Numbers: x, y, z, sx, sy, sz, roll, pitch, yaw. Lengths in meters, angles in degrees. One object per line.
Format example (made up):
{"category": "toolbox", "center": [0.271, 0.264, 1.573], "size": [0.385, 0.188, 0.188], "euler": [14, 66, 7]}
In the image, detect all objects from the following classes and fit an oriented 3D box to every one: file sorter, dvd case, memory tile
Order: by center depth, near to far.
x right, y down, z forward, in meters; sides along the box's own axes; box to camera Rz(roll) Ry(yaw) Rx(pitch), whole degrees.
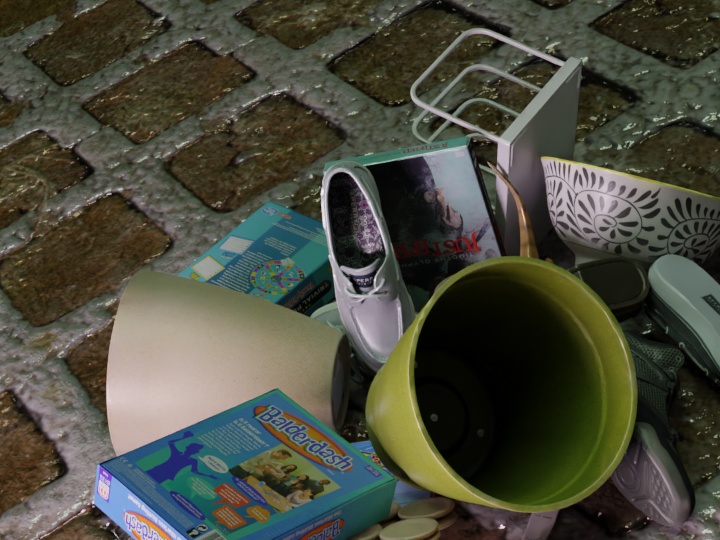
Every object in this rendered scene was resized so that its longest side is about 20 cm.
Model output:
{"category": "memory tile", "center": [-0.027, 0.227, 1.417], "size": [0.198, 0.017, 0.153], "euler": [-9, 10, 20]}
{"category": "dvd case", "center": [0.062, -0.030, 1.638], "size": [0.145, 0.201, 0.022], "euler": [-9, 36, 16]}
{"category": "file sorter", "center": [0.128, -0.115, 1.691], "size": [0.124, 0.201, 0.139], "euler": [26, 53, 24]}

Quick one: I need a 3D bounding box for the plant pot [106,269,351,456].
{"category": "plant pot", "center": [-0.114, 0.100, 1.602], "size": [0.198, 0.188, 0.188], "euler": [4, 40, 10]}

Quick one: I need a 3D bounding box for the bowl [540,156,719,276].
{"category": "bowl", "center": [0.256, -0.039, 1.611], "size": [0.199, 0.095, 0.201], "euler": [13, 2, -1]}

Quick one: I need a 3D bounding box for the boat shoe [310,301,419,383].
{"category": "boat shoe", "center": [0.033, 0.077, 1.624], "size": [0.200, 0.075, 0.065], "euler": [10, 45, 25]}

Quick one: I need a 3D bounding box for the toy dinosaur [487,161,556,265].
{"category": "toy dinosaur", "center": [0.161, 0.005, 1.603], "size": [0.060, 0.106, 0.202], "euler": [-4, 82, 18]}

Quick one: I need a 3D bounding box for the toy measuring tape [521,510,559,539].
{"category": "toy measuring tape", "center": [0.120, 0.226, 1.379], "size": [0.073, 0.074, 0.201], "euler": [2, 42, 30]}

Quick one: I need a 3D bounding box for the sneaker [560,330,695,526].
{"category": "sneaker", "center": [0.247, 0.123, 1.442], "size": [0.113, 0.077, 0.200], "euler": [-12, 45, -22]}

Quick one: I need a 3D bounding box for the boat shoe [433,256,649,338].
{"category": "boat shoe", "center": [0.159, 0.037, 1.533], "size": [0.198, 0.068, 0.072], "euler": [-3, 62, -9]}

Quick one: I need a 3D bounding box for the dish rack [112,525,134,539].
{"category": "dish rack", "center": [-0.184, 0.243, 1.437], "size": [0.153, 0.055, 0.200], "euler": [-31, 4, 43]}

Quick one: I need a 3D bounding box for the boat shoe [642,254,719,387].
{"category": "boat shoe", "center": [0.317, 0.067, 1.497], "size": [0.068, 0.057, 0.200], "euler": [-9, 44, -28]}

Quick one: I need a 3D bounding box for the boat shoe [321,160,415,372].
{"category": "boat shoe", "center": [0.001, -0.001, 1.558], "size": [0.069, 0.203, 0.072], "euler": [-14, 1, 9]}

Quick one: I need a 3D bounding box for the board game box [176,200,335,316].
{"category": "board game box", "center": [-0.114, 0.018, 1.799], "size": [0.200, 0.047, 0.150], "euler": [-40, 39, -25]}

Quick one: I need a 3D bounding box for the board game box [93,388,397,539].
{"category": "board game box", "center": [-0.092, 0.180, 1.389], "size": [0.199, 0.045, 0.152], "euler": [-20, 43, -41]}

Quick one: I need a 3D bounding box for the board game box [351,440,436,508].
{"category": "board game box", "center": [-0.027, 0.199, 1.536], "size": [0.198, 0.020, 0.103], "euler": [-10, 38, 16]}

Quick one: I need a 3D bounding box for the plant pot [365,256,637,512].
{"category": "plant pot", "center": [0.096, 0.108, 1.416], "size": [0.200, 0.201, 0.193], "euler": [-39, 3, -24]}
